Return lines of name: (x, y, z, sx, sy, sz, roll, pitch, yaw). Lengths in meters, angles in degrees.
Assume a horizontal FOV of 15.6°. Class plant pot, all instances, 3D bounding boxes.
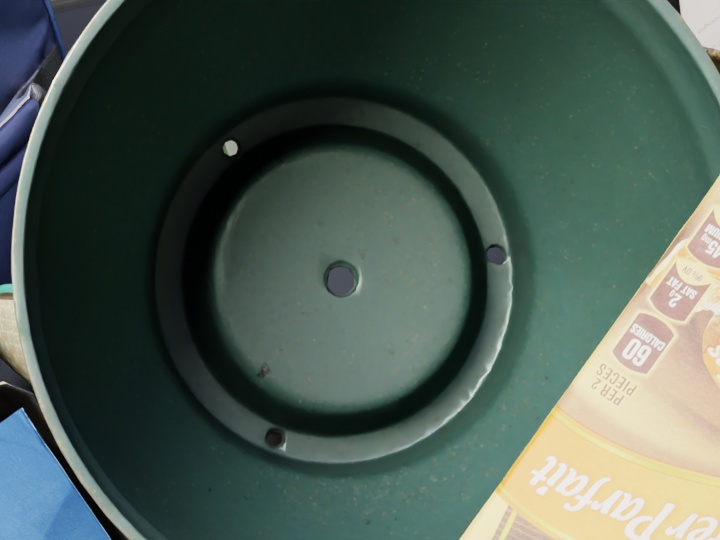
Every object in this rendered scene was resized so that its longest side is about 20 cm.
plant pot: (0.000, 0.000, 0.746, 0.199, 0.201, 0.134, -24, 1, -9)

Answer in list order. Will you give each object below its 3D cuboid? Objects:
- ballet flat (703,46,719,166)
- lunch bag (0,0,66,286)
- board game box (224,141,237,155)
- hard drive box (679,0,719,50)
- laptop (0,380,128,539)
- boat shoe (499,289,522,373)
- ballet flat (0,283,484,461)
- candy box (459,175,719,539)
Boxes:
ballet flat: (0.113, -0.036, 0.761, 0.068, 0.075, 0.200, -52, 30, -7)
lunch bag: (-0.183, -0.035, 0.943, 0.132, 0.136, 0.200, 16, 48, 32)
board game box: (-0.060, -0.138, 0.969, 0.064, 0.201, 0.148, -23, 40, -8)
hard drive box: (0.187, -0.072, 0.850, 0.156, 0.077, 0.201, -35, 33, 30)
laptop: (-0.116, 0.164, 0.678, 0.177, 0.103, 0.200, -35, 37, 15)
boat shoe: (0.086, -0.014, 0.891, 0.073, 0.075, 0.201, 2, 50, 4)
ballet flat: (-0.050, 0.043, 0.869, 0.199, 0.067, 0.063, 4, 75, 30)
candy box: (0.088, 0.082, 0.641, 0.115, 0.055, 0.200, 34, 82, 21)
